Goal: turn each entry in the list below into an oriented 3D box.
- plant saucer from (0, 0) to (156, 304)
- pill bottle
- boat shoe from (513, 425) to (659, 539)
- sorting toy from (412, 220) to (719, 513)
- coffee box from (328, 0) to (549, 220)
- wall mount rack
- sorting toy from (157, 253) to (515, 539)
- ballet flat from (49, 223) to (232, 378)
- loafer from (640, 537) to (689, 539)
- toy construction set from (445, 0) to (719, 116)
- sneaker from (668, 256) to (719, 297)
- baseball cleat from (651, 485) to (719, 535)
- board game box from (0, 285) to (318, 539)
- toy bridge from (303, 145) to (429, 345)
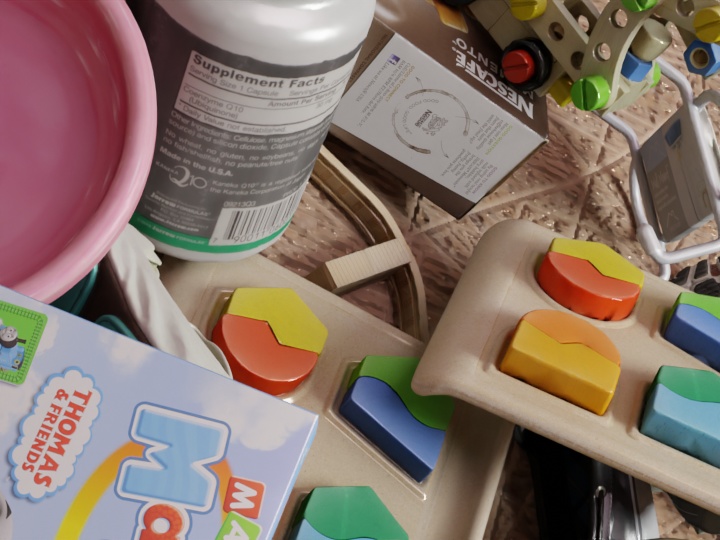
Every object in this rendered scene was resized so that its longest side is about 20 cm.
[{"bbox_3d":[-0.189,-0.063,0.729,0.199,0.051,0.202,1,74,-5],"label":"plant saucer"},{"bbox_3d":[-0.059,-0.109,0.790,0.113,0.200,0.113,13,43,-13],"label":"pill bottle"},{"bbox_3d":[0.115,0.090,0.937,0.066,0.070,0.201,4,73,-38],"label":"boat shoe"},{"bbox_3d":[0.142,0.041,0.847,0.199,0.037,0.185,20,30,7],"label":"sorting toy"},{"bbox_3d":[0.007,-0.134,0.939,0.200,0.080,0.115,33,35,-21],"label":"coffee box"},{"bbox_3d":[0.160,-0.079,1.004,0.074,0.200,0.175,-13,81,-10],"label":"wall mount rack"},{"bbox_3d":[-0.028,0.083,0.802,0.199,0.037,0.186,25,51,-5],"label":"sorting toy"},{"bbox_3d":[-0.110,0.020,0.769,0.069,0.070,0.200,-8,51,-41],"label":"ballet flat"},{"bbox_3d":[0.110,0.175,0.857,0.199,0.067,0.076,2,87,-26],"label":"loafer"},{"bbox_3d":[0.118,-0.168,0.900,0.092,0.131,0.201,-5,60,-42],"label":"toy construction set"},{"bbox_3d":[0.237,0.083,1.042,0.085,0.077,0.201,61,16,-51],"label":"sneaker"},{"bbox_3d":[0.189,0.087,0.913,0.069,0.200,0.107,-14,99,-16],"label":"baseball cleat"},{"bbox_3d":[-0.135,0.089,0.643,0.199,0.037,0.152,22,71,2],"label":"board game box"},{"bbox_3d":[0.000,0.000,0.914,0.067,0.027,0.201,-19,79,-44],"label":"toy bridge"}]
